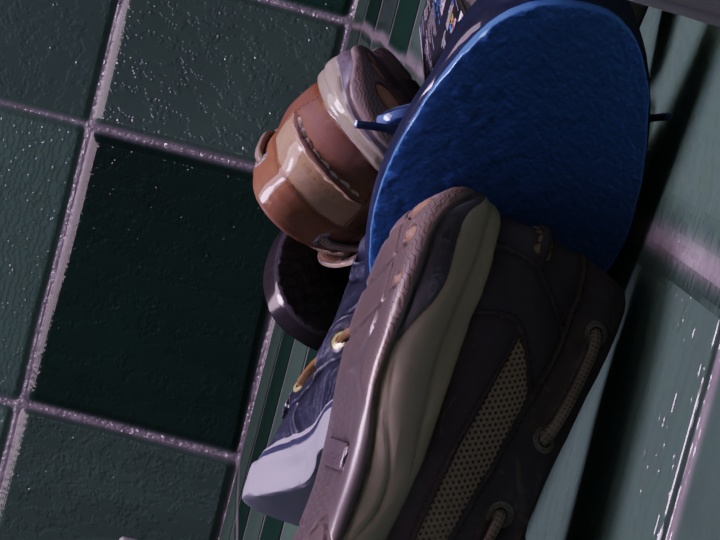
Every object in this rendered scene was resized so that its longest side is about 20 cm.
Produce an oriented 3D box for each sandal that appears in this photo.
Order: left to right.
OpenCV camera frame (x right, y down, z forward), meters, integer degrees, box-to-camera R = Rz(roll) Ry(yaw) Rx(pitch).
[{"bbox_3d":[0.000,0.000,1.066,0.045,0.075,0.200,-45,4,22],"label":"sandal"}]

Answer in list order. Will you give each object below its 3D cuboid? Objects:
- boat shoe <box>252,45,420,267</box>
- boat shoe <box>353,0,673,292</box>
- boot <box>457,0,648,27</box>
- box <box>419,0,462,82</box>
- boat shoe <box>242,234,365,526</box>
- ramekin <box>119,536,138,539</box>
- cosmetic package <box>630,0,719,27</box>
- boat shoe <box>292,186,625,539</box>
[{"bbox_3d":[0.000,-0.040,0.986,0.072,0.076,0.200,-40,-10,7],"label":"boat shoe"},{"bbox_3d":[0.030,-0.011,0.724,0.069,0.084,0.200,-81,9,-49],"label":"boat shoe"},{"bbox_3d":[0.075,-0.154,0.688,0.131,0.068,0.200,148,138,-87],"label":"boot"},{"bbox_3d":[0.064,-0.141,0.960,0.200,0.046,0.159,-89,14,-74],"label":"box"},{"bbox_3d":[0.011,0.046,0.948,0.200,0.071,0.091,133,154,-70],"label":"boat shoe"},{"bbox_3d":[-0.219,0.377,2.565,0.200,0.105,0.200,-163,90,-81],"label":"ramekin"},{"bbox_3d":[0.089,-0.151,0.465,0.102,0.074,0.200,-80,7,-54],"label":"cosmetic package"},{"bbox_3d":[0.017,0.081,0.653,0.074,0.073,0.200,-149,77,-82],"label":"boat shoe"}]
